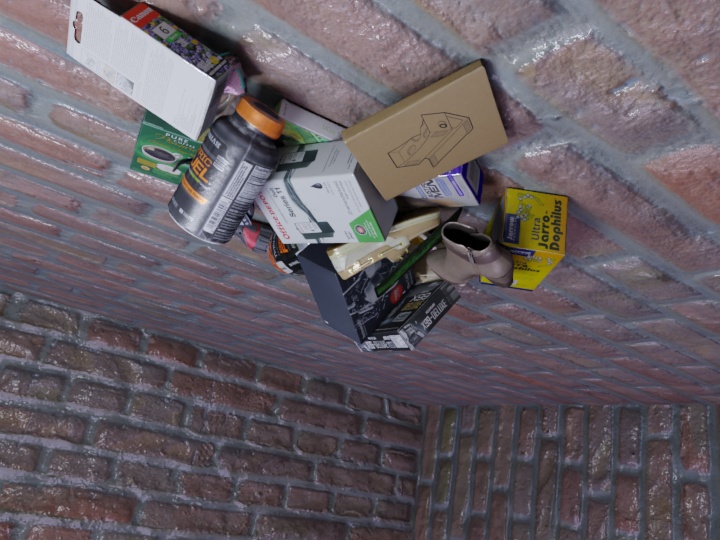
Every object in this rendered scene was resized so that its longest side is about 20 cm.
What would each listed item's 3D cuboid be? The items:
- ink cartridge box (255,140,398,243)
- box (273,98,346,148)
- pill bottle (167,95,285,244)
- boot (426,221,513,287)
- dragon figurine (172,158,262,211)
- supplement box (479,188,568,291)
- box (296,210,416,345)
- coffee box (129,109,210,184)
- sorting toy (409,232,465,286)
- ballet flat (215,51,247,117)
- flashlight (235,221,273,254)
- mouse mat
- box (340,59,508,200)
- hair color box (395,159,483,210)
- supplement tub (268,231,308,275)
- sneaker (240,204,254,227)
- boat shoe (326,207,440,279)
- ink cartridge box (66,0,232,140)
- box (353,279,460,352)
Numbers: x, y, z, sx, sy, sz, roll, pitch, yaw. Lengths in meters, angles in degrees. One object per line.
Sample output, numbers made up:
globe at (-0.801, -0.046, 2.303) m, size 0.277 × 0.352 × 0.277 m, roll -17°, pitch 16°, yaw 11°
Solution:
ink cartridge box at (-0.060, -0.119, 0.952) m, size 0.197 × 0.084 × 0.147 m, roll 0°, pitch 140°, yaw 28°
box at (-0.104, -0.195, 0.993) m, size 0.143 × 0.037 × 0.199 m, roll 19°, pitch 158°, yaw -24°
pill bottle at (-0.187, -0.147, 0.872) m, size 0.105 × 0.201 × 0.106 m, roll 32°, pitch -163°, yaw -11°
boot at (0.170, -0.032, 1.019) m, size 0.198 × 0.071 × 0.146 m, roll 15°, pitch 161°, yaw 38°
dragon figurine at (-0.207, -0.148, 0.980) m, size 0.098 × 0.060 × 0.200 m, roll 24°, pitch -179°, yaw 22°
supplement box at (0.290, -0.050, 1.097) m, size 0.108 × 0.111 × 0.200 m, roll 8°, pitch 161°, yaw 3°
box at (0.000, 0.000, 1.145) m, size 0.103 × 0.182 × 0.201 m, roll 25°, pitch 149°, yaw 36°
coffee box at (-0.325, -0.210, 1.046) m, size 0.121 × 0.045 × 0.200 m, roll 17°, pitch 160°, yaw -21°
sorting toy at (0.101, -0.053, 1.220) m, size 0.179 × 0.108 × 0.199 m, roll 36°, pitch 157°, yaw -32°
ballet flat at (-0.235, -0.243, 0.855) m, size 0.198 × 0.072 × 0.069 m, roll -9°, pitch -161°, yaw 36°
flashlight at (-0.295, -0.096, 1.332) m, size 0.197 × 0.069 × 0.068 m, roll 17°, pitch -171°, yaw -16°
mouse mat at (0.100, -0.026, 1.058) m, size 0.008 × 0.200 × 0.161 m, roll 48°, pitch 177°, yaw 9°
box at (0.092, -0.182, 0.825) m, size 0.198 × 0.022 × 0.163 m, roll -24°, pitch 150°, yaw 14°
hair color box at (0.089, -0.149, 0.987) m, size 0.197 × 0.066 × 0.109 m, roll 1°, pitch 160°, yaw 29°
supplement tub at (-0.108, -0.059, 1.249) m, size 0.121 × 0.124 × 0.199 m, roll 19°, pitch 158°, yaw -27°
sneaker at (-0.229, -0.139, 1.160) m, size 0.108 × 0.071 × 0.199 m, roll 28°, pitch 161°, yaw -31°
boat shoe at (0.045, -0.046, 1.001) m, size 0.197 × 0.067 × 0.074 m, roll -21°, pitch -165°, yaw 5°
ink cartridge box at (-0.270, -0.269, 0.771) m, size 0.199 × 0.051 × 0.109 m, roll 34°, pitch 137°, yaw -6°
box at (0.086, 0.093, 1.207) m, size 0.050 × 0.158 × 0.199 m, roll 53°, pitch 154°, yaw -11°
